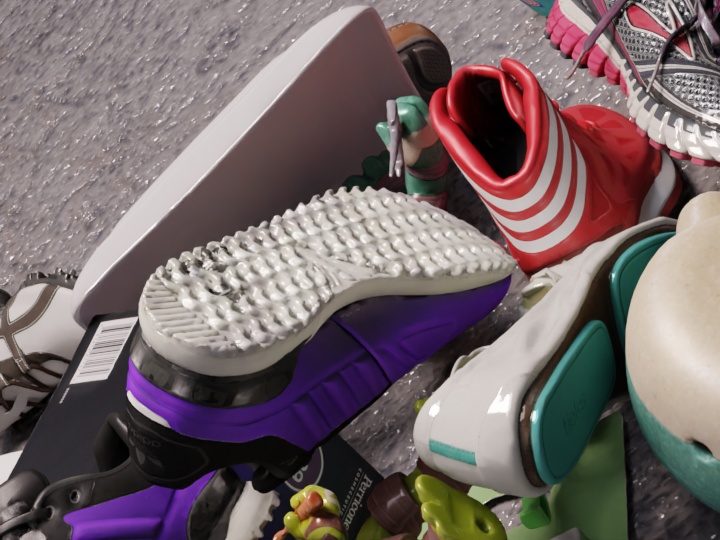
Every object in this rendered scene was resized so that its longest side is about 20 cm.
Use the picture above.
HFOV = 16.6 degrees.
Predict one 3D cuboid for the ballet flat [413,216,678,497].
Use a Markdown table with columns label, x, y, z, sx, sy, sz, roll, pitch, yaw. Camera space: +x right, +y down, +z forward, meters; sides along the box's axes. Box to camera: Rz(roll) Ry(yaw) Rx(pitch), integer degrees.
| label | x | y | z | sx | sy | sz | roll | pitch | yaw |
| --- | --- | --- | --- | --- | --- | --- | --- | --- | --- |
| ballet flat | 0.080 | 0.028 | 0.971 | 0.069 | 0.070 | 0.200 | -20 | 11 | 35 |

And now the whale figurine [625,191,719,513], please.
| label | x | y | z | sx | sy | sz | roll | pitch | yaw |
| --- | --- | --- | --- | --- | --- | --- | --- | --- | --- |
| whale figurine | 0.189 | 0.023 | 0.949 | 0.159 | 0.104 | 0.200 | 28 | 51 | 30 |

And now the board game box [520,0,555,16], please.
| label | x | y | z | sx | sy | sz | roll | pitch | yaw |
| --- | --- | --- | --- | --- | --- | --- | --- | --- | --- |
| board game box | 0.169 | -0.196 | 1.244 | 0.200 | 0.045 | 0.152 | 19 | 80 | 56 |

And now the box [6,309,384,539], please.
| label | x | y | z | sx | sy | sz | roll | pitch | yaw |
| --- | --- | --- | --- | --- | --- | --- | --- | --- | --- |
| box | -0.091 | 0.135 | 1.086 | 0.079 | 0.141 | 0.200 | -8 | 46 | 43 |

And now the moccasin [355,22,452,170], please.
| label | x | y | z | sx | sy | sz | roll | pitch | yaw |
| --- | --- | --- | --- | --- | --- | --- | --- | --- | --- |
| moccasin | -0.034 | -0.061 | 1.333 | 0.201 | 0.074 | 0.078 | -46 | 37 | 16 |

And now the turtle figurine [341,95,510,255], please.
| label | x | y | z | sx | sy | sz | roll | pitch | yaw |
| --- | --- | --- | --- | --- | --- | --- | --- | --- | --- |
| turtle figurine | 0.000 | 0.000 | 1.136 | 0.150 | 0.101 | 0.200 | -43 | 3 | 4 |

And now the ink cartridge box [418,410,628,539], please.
| label | x | y | z | sx | sy | sz | roll | pitch | yaw |
| --- | --- | --- | --- | --- | --- | --- | --- | --- | --- |
| ink cartridge box | 0.043 | 0.146 | 1.007 | 0.145 | 0.048 | 0.200 | -29 | 36 | 25 |

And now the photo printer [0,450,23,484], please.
| label | x | y | z | sx | sy | sz | roll | pitch | yaw |
| --- | --- | --- | --- | --- | --- | --- | --- | --- | --- |
| photo printer | -0.196 | 0.178 | 1.228 | 0.166 | 0.069 | 0.200 | -18 | 40 | 37 |

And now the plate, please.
| label | x | y | z | sx | sy | sz | roll | pitch | yaw |
| --- | --- | --- | --- | --- | --- | --- | --- | --- | --- |
| plate | -0.052 | -0.032 | 1.212 | 0.200 | 0.200 | 0.032 | -46 | 70 | -3 |

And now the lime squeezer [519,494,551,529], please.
| label | x | y | z | sx | sy | sz | roll | pitch | yaw |
| --- | --- | --- | --- | --- | --- | --- | --- | --- | --- |
| lime squeezer | 0.086 | 0.053 | 1.037 | 0.071 | 0.038 | 0.200 | -45 | 1 | 41 |

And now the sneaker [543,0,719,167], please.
| label | x | y | z | sx | sy | sz | roll | pitch | yaw |
| --- | --- | --- | --- | --- | --- | --- | --- | --- | --- |
| sneaker | 0.149 | -0.104 | 1.108 | 0.200 | 0.081 | 0.075 | 46 | 130 | 46 |

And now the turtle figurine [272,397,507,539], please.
| label | x | y | z | sx | sy | sz | roll | pitch | yaw |
| --- | --- | --- | --- | --- | --- | --- | --- | --- | --- |
| turtle figurine | -0.010 | 0.135 | 0.965 | 0.161 | 0.064 | 0.200 | -45 | 9 | 27 |

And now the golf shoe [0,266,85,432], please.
| label | x | y | z | sx | sy | sz | roll | pitch | yaw |
| --- | --- | --- | --- | --- | --- | --- | --- | --- | --- |
| golf shoe | -0.181 | 0.052 | 1.378 | 0.200 | 0.078 | 0.095 | -6 | 64 | 49 |

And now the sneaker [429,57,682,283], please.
| label | x | y | z | sx | sy | sz | roll | pitch | yaw |
| --- | --- | --- | --- | --- | --- | --- | --- | --- | --- |
| sneaker | 0.087 | -0.061 | 1.108 | 0.078 | 0.116 | 0.200 | -28 | 20 | 10 |

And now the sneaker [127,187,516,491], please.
| label | x | y | z | sx | sy | sz | roll | pitch | yaw |
| --- | --- | --- | --- | --- | --- | --- | --- | --- | --- |
| sneaker | -0.022 | 0.034 | 0.981 | 0.070 | 0.200 | 0.100 | 35 | 123 | 31 |

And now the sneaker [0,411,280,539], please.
| label | x | y | z | sx | sy | sz | roll | pitch | yaw |
| --- | --- | --- | --- | --- | --- | --- | --- | --- | --- |
| sneaker | -0.121 | 0.134 | 0.965 | 0.070 | 0.099 | 0.200 | -43 | 10 | 50 |
